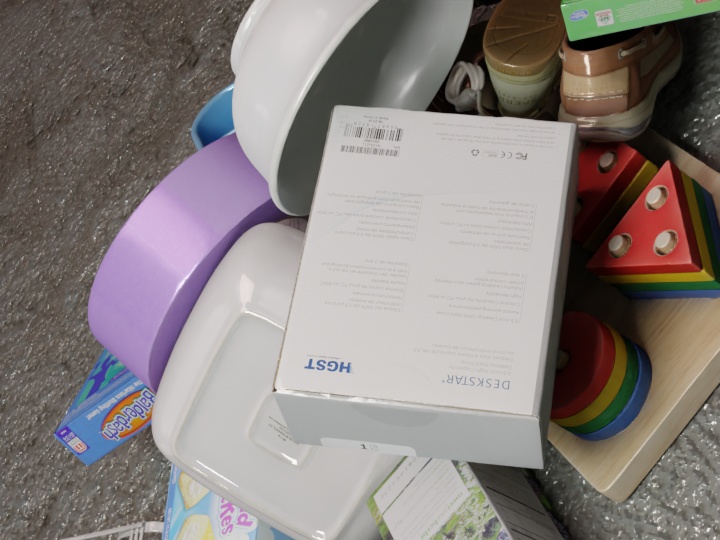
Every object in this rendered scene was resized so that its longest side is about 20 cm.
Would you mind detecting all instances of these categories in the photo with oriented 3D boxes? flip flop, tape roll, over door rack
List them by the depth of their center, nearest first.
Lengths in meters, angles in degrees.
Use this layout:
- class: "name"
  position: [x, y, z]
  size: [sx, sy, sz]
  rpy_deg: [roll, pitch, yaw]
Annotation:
- class: "tape roll"
  position: [-0.103, -0.004, 1.161]
  size: [0.066, 0.200, 0.200]
  rpy_deg: [41, 99, 20]
- class: "flip flop"
  position: [0.114, -0.136, 1.194]
  size: [0.081, 0.058, 0.200]
  rpy_deg: [-45, 36, 18]
- class: "over door rack"
  position: [-0.240, 0.284, 1.291]
  size: [0.200, 0.067, 0.148]
  rpy_deg: [-9, 55, 24]

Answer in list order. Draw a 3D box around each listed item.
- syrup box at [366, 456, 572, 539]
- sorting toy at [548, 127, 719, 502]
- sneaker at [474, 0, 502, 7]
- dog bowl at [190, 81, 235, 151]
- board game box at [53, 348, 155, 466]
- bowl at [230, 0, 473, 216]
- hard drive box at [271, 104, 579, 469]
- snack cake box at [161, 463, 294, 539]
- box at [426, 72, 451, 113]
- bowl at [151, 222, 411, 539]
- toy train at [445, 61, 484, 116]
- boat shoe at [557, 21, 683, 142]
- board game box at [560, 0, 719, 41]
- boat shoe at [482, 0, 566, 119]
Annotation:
- class: "syrup box"
  position: [0.084, 0.186, 0.959]
  size: [0.079, 0.081, 0.200]
  rpy_deg: [-51, 35, 14]
- class: "sorting toy"
  position: [0.156, 0.009, 1.017]
  size: [0.200, 0.070, 0.199]
  rpy_deg: [-53, 34, 7]
- class: "sneaker"
  position: [0.076, -0.207, 1.223]
  size: [0.200, 0.075, 0.116]
  rpy_deg: [-10, 43, 3]
- class: "dog bowl"
  position: [-0.092, -0.113, 1.410]
  size: [0.111, 0.050, 0.200]
  rpy_deg: [-36, 30, 3]
- class: "board game box"
  position: [-0.163, 0.058, 1.347]
  size: [0.152, 0.045, 0.200]
  rpy_deg: [-34, 20, 32]
- class: "bowl"
  position: [-0.022, -0.141, 1.051]
  size: [0.090, 0.201, 0.201]
  rpy_deg: [37, 96, 18]
- class: "hard drive box"
  position: [0.045, 0.007, 0.961]
  size: [0.156, 0.077, 0.200]
  rpy_deg: [6, 61, 12]
- class: "snack cake box"
  position: [-0.087, 0.175, 1.196]
  size: [0.115, 0.067, 0.200]
  rpy_deg: [-30, 43, 38]
- class: "box"
  position: [0.016, -0.139, 1.275]
  size: [0.100, 0.075, 0.200]
  rpy_deg: [-34, 28, 25]
- class: "bowl"
  position: [-0.040, 0.090, 1.059]
  size: [0.200, 0.200, 0.075]
  rpy_deg: [-61, -6, 25]
- class: "toy train"
  position: [0.034, -0.047, 1.127]
  size: [0.200, 0.056, 0.150]
  rpy_deg: [-61, 39, 28]
- class: "boat shoe"
  position: [0.174, -0.157, 1.070]
  size: [0.076, 0.072, 0.200]
  rpy_deg: [-4, 29, 17]
- class: "board game box"
  position: [0.230, -0.209, 1.021]
  size: [0.200, 0.029, 0.135]
  rpy_deg: [-9, 34, 16]
- class: "boat shoe"
  position: [0.136, -0.188, 1.165]
  size: [0.073, 0.063, 0.200]
  rpy_deg: [15, 47, 20]
